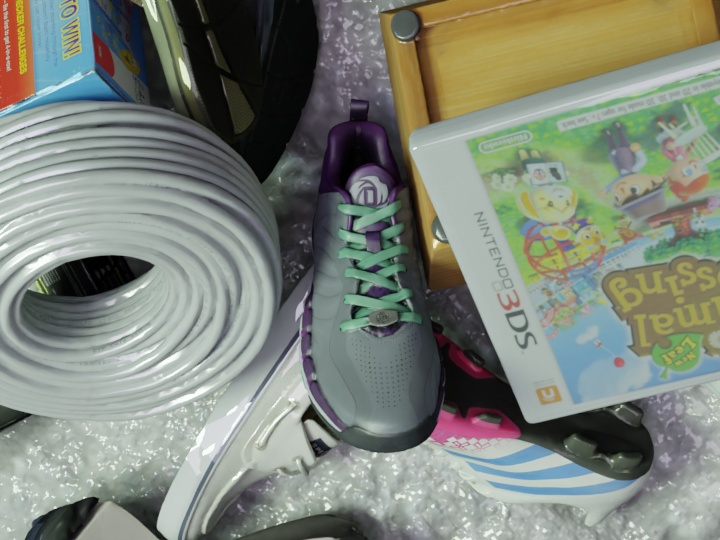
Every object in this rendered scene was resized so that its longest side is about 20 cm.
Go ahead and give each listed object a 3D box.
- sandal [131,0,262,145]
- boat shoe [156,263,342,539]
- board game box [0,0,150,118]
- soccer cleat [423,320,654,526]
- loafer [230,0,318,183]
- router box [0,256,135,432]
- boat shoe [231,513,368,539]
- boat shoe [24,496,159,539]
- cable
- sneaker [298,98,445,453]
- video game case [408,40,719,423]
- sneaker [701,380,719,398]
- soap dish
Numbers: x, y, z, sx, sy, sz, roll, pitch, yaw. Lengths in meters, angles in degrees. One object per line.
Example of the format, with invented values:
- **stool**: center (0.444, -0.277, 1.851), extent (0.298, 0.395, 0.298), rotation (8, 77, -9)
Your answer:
- **sandal**: center (-0.103, -0.161, 0.911), extent (0.057, 0.080, 0.202), rotation (-10, 88, 38)
- **boat shoe**: center (-0.045, 0.089, 1.016), extent (0.070, 0.071, 0.200), rotation (35, 101, 6)
- **board game box**: center (-0.218, -0.130, 0.949), extent (0.195, 0.056, 0.200), rotation (-22, 54, 16)
- **soccer cleat**: center (0.064, 0.091, 0.973), extent (0.200, 0.070, 0.086), rotation (22, 134, -5)
- **loafer**: center (-0.065, -0.147, 0.970), extent (0.072, 0.073, 0.201), rotation (11, 95, 19)
- **router box**: center (-0.230, -0.007, 1.036), extent (0.150, 0.062, 0.200), rotation (-26, 95, 15)
- **boat shoe**: center (-0.082, 0.191, 0.997), extent (0.200, 0.057, 0.067), rotation (-20, 101, -21)
- **boat shoe**: center (-0.129, 0.214, 1.068), extent (0.200, 0.075, 0.093), rotation (50, 146, -18)
- **cable**: center (-0.140, 0.001, 0.904), extent (0.199, 0.069, 0.200), rotation (-10, 140, -5)
- **sneaker**: center (0.000, 0.000, 0.912), extent (0.074, 0.200, 0.088), rotation (-6, 134, -4)
- **video game case**: center (0.147, -0.017, 0.860), extent (0.200, 0.022, 0.182), rotation (-15, 122, 17)
- **sneaker**: center (0.203, 0.035, 0.941), extent (0.200, 0.080, 0.071), rotation (33, 109, 5)
- **soap dish**: center (0.112, -0.085, 0.915), extent (0.199, 0.081, 0.158), rotation (-11, 84, 16)
